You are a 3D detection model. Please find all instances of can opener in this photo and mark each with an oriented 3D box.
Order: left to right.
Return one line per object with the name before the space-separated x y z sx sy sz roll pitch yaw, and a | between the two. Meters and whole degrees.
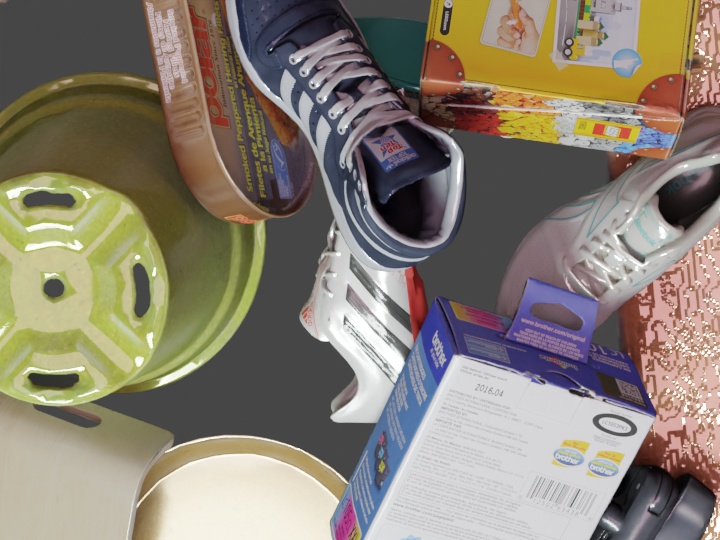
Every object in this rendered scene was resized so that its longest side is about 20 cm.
can opener | 0.139 0.203 1.424 0.078 0.063 0.201 34 101 -4

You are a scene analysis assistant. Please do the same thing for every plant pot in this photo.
plant pot | -0.161 -0.006 1.343 0.198 0.184 0.202 1 101 3
plant pot | -0.076 0.198 1.457 0.198 0.027 0.202 1 100 3

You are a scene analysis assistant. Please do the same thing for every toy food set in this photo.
toy food set | -0.193 0.176 1.434 0.143 0.060 0.202 17 107 25

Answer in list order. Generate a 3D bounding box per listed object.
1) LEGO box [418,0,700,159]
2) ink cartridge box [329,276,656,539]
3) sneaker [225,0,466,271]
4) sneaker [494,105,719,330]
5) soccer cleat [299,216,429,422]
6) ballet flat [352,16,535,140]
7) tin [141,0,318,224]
LEGO box | 0.118 -0.179 1.308 0.148 0.077 0.202 8 77 2
ink cartridge box | 0.083 0.105 1.368 0.135 0.077 0.201 18 115 -18
sneaker | -0.005 -0.092 1.282 0.070 0.108 0.201 -29 97 -12
sneaker | 0.155 -0.021 1.373 0.200 0.080 0.070 -44 97 12
soccer cleat | 0.000 0.000 1.391 0.084 0.069 0.202 -11 108 4
ballet flat | 0.071 -0.106 1.371 0.198 0.076 0.064 6 135 8
tin | -0.078 -0.126 1.341 0.042 0.112 0.202 -13 85 27
